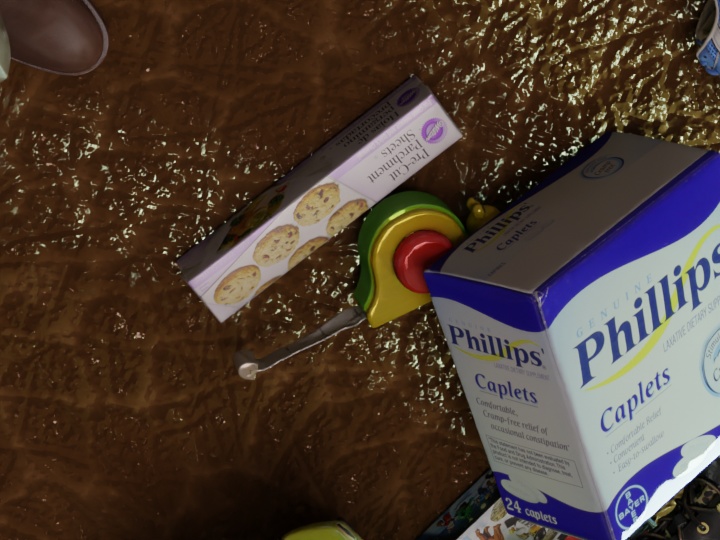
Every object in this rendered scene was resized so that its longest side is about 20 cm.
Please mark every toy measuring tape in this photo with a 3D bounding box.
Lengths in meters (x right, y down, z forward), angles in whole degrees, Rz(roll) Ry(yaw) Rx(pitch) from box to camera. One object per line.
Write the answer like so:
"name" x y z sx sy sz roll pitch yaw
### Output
"toy measuring tape" 0.000 0.000 1.548 0.200 0.074 0.074 -25 117 -5

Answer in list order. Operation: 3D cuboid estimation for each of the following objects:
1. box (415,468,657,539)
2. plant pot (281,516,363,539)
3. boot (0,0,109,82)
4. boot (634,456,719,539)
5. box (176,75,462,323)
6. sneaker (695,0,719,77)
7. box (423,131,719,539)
"box" 0.106 0.218 1.689 0.200 0.038 0.137 -45 117 5
"plant pot" -0.027 0.275 1.561 0.200 0.199 0.182 44 88 5
"boot" -0.208 -0.139 1.352 0.186 0.200 0.064 32 101 -25
"boot" 0.211 0.185 1.642 0.200 0.073 0.151 20 107 -29
"box" -0.028 -0.046 1.536 0.200 0.039 0.041 -37 119 1
"sneaker" 0.262 -0.143 1.571 0.077 0.076 0.200 -9 117 12
"box" 0.164 0.042 1.557 0.184 0.105 0.200 -37 121 -29
